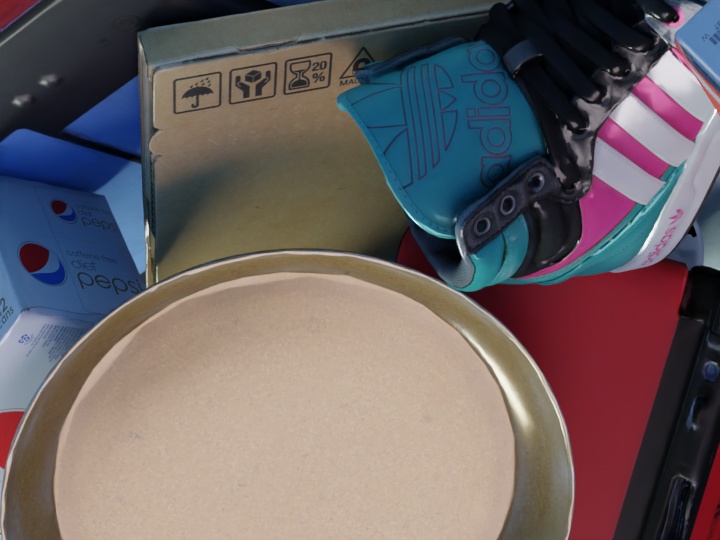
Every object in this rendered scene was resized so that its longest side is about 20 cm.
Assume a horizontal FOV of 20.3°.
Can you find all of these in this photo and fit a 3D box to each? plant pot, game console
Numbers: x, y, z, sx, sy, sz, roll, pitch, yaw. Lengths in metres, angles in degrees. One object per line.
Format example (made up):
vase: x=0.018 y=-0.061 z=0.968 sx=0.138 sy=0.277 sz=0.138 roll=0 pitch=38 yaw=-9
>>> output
plant pot: x=-0.025 y=0.079 z=0.702 sx=0.199 sy=0.028 sz=0.201 roll=-3 pitch=116 yaw=-7
game console: x=0.083 y=0.078 z=0.786 sx=0.118 sy=0.201 sz=0.172 roll=22 pitch=-163 yaw=25
game console: x=-0.080 y=-0.044 z=0.724 sx=0.176 sy=0.031 sz=0.200 roll=-25 pitch=155 yaw=34

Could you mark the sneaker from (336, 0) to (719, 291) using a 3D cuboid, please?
sneaker: x=0.056 y=-0.064 z=0.619 sx=0.120 sy=0.084 sz=0.200 roll=-15 pitch=143 yaw=-24

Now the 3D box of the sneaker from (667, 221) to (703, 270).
sneaker: x=0.096 y=0.030 z=0.953 sx=0.080 sy=0.147 sz=0.201 roll=25 pitch=112 yaw=-1

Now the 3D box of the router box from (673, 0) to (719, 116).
router box: x=0.202 y=-0.089 z=0.601 sx=0.200 sy=0.049 sz=0.179 roll=-43 pitch=152 yaw=6

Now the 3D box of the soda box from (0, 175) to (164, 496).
soda box: x=-0.158 y=0.057 z=0.735 sx=0.063 sy=0.068 sz=0.200 roll=11 pitch=132 yaw=-45

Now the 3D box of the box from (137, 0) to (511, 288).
box: x=0.020 y=-0.037 z=0.714 sx=0.199 sy=0.021 sz=0.164 roll=-11 pitch=143 yaw=-14
